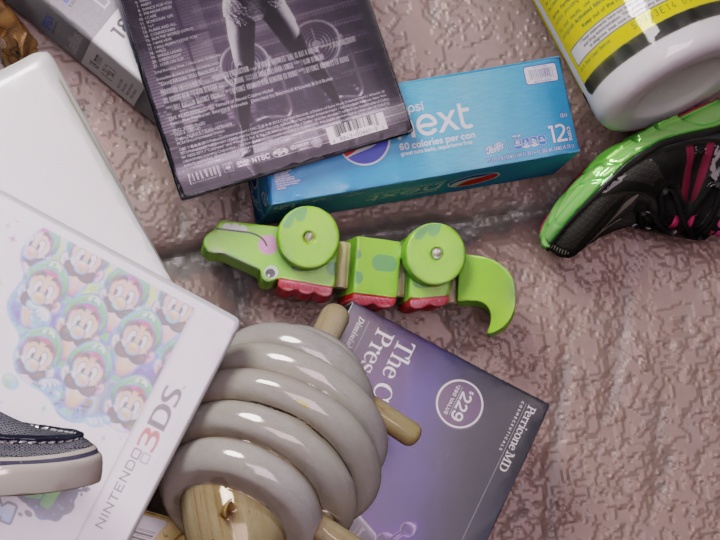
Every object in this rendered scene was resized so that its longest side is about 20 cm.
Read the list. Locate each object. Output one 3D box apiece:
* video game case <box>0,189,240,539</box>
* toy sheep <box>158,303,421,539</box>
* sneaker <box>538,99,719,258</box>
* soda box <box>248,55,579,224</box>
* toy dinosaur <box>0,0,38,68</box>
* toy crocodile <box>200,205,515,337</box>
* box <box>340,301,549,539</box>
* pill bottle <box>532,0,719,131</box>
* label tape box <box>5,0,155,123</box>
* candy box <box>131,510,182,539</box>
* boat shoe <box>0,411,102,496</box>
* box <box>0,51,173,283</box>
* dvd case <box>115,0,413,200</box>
[{"bbox_3d":[-0.192,0.061,1.369,0.200,0.024,0.183,28,80,-7],"label":"video game case"},{"bbox_3d":[-0.044,0.098,1.441,0.138,0.138,0.200,28,47,-5],"label":"toy sheep"},{"bbox_3d":[0.206,-0.053,1.608,0.199,0.077,0.084,-25,83,-12],"label":"sneaker"},{"bbox_3d":[0.029,-0.080,1.583,0.199,0.068,0.064,-10,82,-12],"label":"soda box"},{"bbox_3d":[-0.264,-0.191,1.514,0.200,0.106,0.061,37,75,-48],"label":"toy dinosaur"},{"bbox_3d":[0.000,0.000,1.566,0.199,0.068,0.062,8,81,-10],"label":"toy crocodile"},{"bbox_3d":[0.006,0.141,1.543,0.141,0.079,0.201,28,78,-8],"label":"box"},{"bbox_3d":[0.156,-0.198,1.593,0.112,0.112,0.201,-23,74,-13],"label":"pill bottle"},{"bbox_3d":[-0.131,-0.191,1.572,0.200,0.063,0.144,38,76,-4],"label":"label tape box"},{"bbox_3d":[-0.159,0.238,1.476,0.056,0.117,0.201,15,79,-8],"label":"candy box"},{"bbox_3d":[-0.231,0.065,1.309,0.199,0.075,0.093,2,92,-11],"label":"boat shoe"},{"bbox_3d":[-0.223,0.016,1.468,0.199,0.171,0.200,-30,88,-13],"label":"box"},{"bbox_3d":[-0.069,-0.157,1.536,0.148,0.016,0.201,-17,83,-13],"label":"dvd case"}]
